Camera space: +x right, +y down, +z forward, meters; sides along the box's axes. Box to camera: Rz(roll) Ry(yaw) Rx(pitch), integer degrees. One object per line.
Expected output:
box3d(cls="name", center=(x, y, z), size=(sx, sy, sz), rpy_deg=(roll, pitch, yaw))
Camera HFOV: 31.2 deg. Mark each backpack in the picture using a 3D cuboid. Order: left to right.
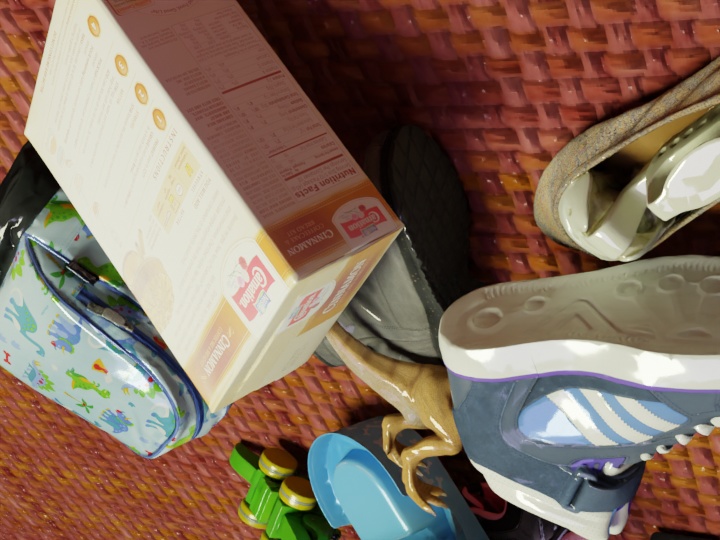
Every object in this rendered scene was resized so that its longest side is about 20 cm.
box3d(cls="backpack", center=(-0.165, 0.029, 0.859), size=(0.199, 0.154, 0.163), rpy_deg=(26, 140, -20))

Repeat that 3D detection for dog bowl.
box3d(cls="dog bowl", center=(0.041, 0.193, 0.922), size=(0.200, 0.049, 0.111), rpy_deg=(58, 145, 5))

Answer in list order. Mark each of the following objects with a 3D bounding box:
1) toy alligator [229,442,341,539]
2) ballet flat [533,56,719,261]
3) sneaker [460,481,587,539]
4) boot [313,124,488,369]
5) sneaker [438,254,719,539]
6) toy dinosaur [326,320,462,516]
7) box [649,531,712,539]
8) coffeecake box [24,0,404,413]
box3d(cls="toy alligator", center=(-0.042, 0.195, 0.988), size=(0.054, 0.200, 0.060), rpy_deg=(9, 112, -35))
box3d(cls="ballet flat", center=(0.138, -0.044, 0.613), size=(0.068, 0.067, 0.200), rpy_deg=(34, 144, -9))
box3d(cls="sneaker", center=(0.106, 0.194, 0.937), size=(0.095, 0.079, 0.200), rpy_deg=(41, 141, 8))
box3d(cls="boot", center=(0.000, 0.000, 0.755), size=(0.131, 0.070, 0.200), rpy_deg=(5, 137, 27))
box3d(cls="sneaker", center=(0.144, 0.075, 0.658), size=(0.199, 0.081, 0.147), rpy_deg=(-3, 127, 25))
box3d(cls="toy dinosaur", center=(0.040, 0.077, 0.763), size=(0.199, 0.060, 0.107), rpy_deg=(22, 113, 1))
box3d(cls="box", center=(0.289, 0.266, 0.856), size=(0.199, 0.115, 0.132), rpy_deg=(3, 139, 34))
box3d(cls="coffeecake box", center=(-0.086, -0.050, 0.678), size=(0.200, 0.073, 0.154), rpy_deg=(54, 146, 13))
